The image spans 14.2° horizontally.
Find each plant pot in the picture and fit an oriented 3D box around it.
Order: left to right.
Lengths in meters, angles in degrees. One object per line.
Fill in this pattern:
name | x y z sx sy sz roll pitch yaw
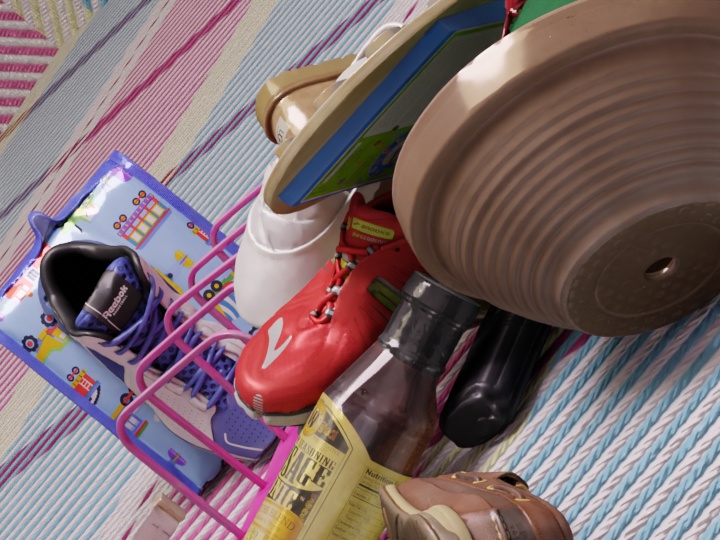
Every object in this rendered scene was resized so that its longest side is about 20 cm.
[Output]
plant pot | 0.123 -0.034 1.375 0.201 0.201 0.093 -43 51 26

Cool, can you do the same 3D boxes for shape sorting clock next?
shape sorting clock | 0.025 -0.101 1.519 0.200 0.039 0.200 -37 -13 -10

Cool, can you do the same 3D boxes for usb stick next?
usb stick | 0.090 0.018 1.574 0.055 0.033 0.200 -49 10 46

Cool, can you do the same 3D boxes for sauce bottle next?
sauce bottle | -0.002 0.096 1.514 0.200 0.066 0.066 -63 13 1

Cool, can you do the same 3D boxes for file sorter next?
file sorter | -0.044 0.042 1.740 0.139 0.125 0.200 -39 17 37

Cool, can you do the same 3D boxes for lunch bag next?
lunch bag | -0.144 0.029 1.929 0.151 0.200 0.094 -51 12 -7

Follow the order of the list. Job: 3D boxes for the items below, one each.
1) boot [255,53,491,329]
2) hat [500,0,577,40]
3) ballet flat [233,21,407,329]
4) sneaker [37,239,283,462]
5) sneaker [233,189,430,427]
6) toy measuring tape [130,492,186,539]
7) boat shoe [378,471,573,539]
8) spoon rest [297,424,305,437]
boot | 0.049 -0.054 1.706 0.175 0.066 0.200 -21 48 -16
hat | 0.098 -0.139 1.460 0.200 0.166 0.176 -47 50 28
ballet flat | -0.019 -0.060 1.633 0.200 0.069 0.069 -57 15 -21
sneaker | -0.132 0.045 1.831 0.081 0.199 0.115 -55 -9 -3
sneaker | 0.000 0.000 1.563 0.077 0.085 0.200 29 62 34
toy measuring tape | -0.177 0.225 1.799 0.074 0.074 0.200 -30 24 56
boat shoe | 0.053 0.128 1.343 0.068 0.072 0.200 -18 2 -8
spoon rest | -0.051 0.163 1.616 0.200 0.061 0.099 -58 7 30
